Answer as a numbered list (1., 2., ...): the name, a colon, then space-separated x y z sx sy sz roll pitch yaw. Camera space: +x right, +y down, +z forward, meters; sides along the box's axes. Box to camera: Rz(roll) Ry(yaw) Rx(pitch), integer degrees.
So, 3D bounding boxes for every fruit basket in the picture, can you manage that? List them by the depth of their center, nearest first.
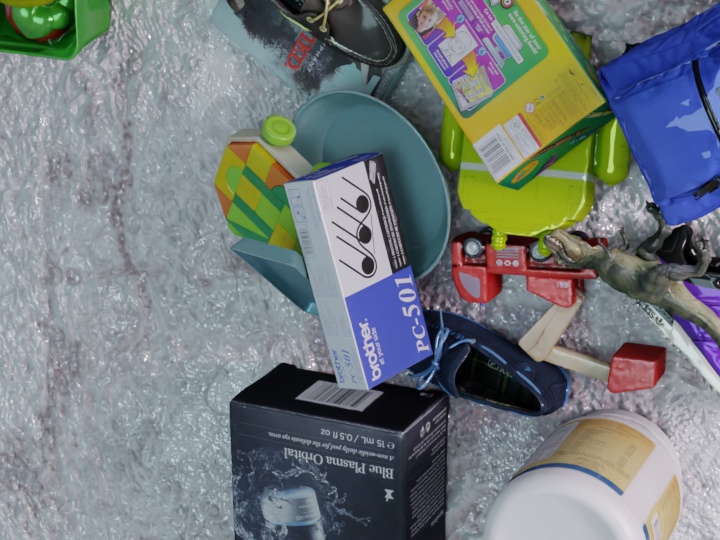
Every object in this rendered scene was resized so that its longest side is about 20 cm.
1. fruit basket: -0.333 -0.310 1.338 0.155 0.215 0.217 10 109 23

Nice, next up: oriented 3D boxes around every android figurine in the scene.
1. android figurine: 0.155 -0.115 1.221 0.181 0.041 0.201 5 93 25

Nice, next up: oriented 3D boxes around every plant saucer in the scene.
1. plant saucer: 0.013 -0.084 1.301 0.199 0.036 0.201 22 128 31
2. plant saucer: -0.057 0.012 1.313 0.070 0.200 0.019 15 76 23

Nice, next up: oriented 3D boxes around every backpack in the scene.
1. backpack: 0.314 -0.135 1.089 0.199 0.168 0.163 -24 100 26

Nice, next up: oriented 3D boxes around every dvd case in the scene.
1. dvd case: -0.040 -0.244 1.313 0.200 0.022 0.146 39 118 10

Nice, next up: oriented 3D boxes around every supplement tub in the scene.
1. supplement tub: 0.207 0.216 1.220 0.144 0.200 0.146 7 107 25

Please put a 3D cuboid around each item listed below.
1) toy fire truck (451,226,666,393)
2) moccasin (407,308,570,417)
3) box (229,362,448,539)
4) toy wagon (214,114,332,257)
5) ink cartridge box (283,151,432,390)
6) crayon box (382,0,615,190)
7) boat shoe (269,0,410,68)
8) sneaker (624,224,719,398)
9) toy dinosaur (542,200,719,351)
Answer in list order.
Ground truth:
1. toy fire truck: 0.182 0.036 1.267 0.199 0.049 0.142 3 105 25
2. moccasin: 0.104 0.086 1.309 0.199 0.068 0.081 14 110 25
3. box: -0.021 0.219 1.384 0.196 0.117 0.201 7 109 24
4. toy wagon: -0.063 -0.052 1.333 0.200 0.040 0.155 45 141 15
5. ink cartridge box: 0.000 0.000 1.254 0.044 0.094 0.201 -1 108 47
6. crayon box: 0.122 -0.186 1.185 0.119 0.058 0.201 -37 74 20
7. boat shoe: -0.041 -0.254 1.264 0.201 0.061 0.072 40 118 11
8. sneaker: 0.325 0.041 1.186 0.200 0.070 0.100 45 116 8
9. toy dinosaur: 0.257 -0.002 1.160 0.200 0.047 0.088 34 118 22
